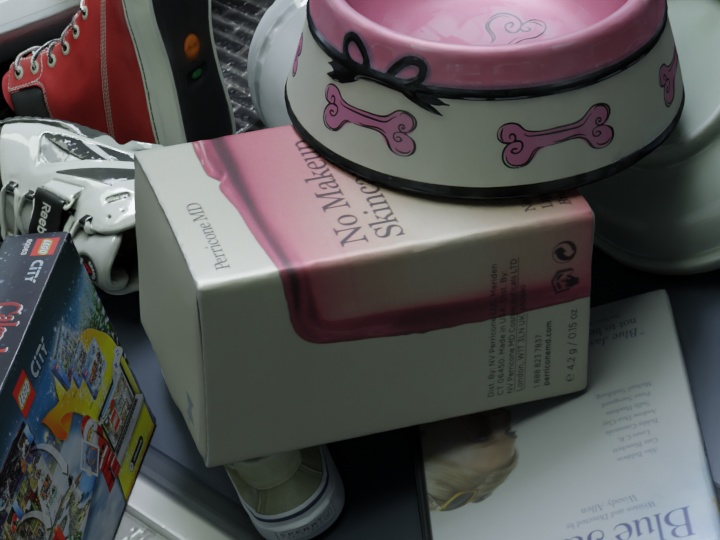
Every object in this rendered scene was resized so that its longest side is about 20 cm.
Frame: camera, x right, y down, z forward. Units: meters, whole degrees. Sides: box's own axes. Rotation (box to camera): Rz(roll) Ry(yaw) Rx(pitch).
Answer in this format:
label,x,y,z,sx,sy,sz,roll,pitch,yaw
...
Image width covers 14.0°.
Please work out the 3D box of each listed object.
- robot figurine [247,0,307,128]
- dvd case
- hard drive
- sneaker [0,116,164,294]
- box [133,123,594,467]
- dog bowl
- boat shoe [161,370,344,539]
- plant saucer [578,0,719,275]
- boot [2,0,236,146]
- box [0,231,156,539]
label,x,y,z,sx,sy,sz,roll,pitch,yaw
robot figurine,0.008,-0.094,1.603,0.170,0.113,0.200,-54,38,13
dvd case,0.096,0.093,1.417,0.142,0.018,0.200,-15,39,7
hard drive,-0.207,-0.150,1.786,0.200,0.027,0.132,-20,0,3
sneaker,-0.152,-0.030,1.603,0.199,0.074,0.089,4,37,10
box,0.000,0.000,1.429,0.199,0.109,0.128,-11,36,-15
dog bowl,0.061,-0.118,1.439,0.200,0.074,0.200,0,34,0
boat shoe,-0.058,0.057,1.496,0.072,0.062,0.200,-26,38,-6
plant saucer,0.169,-0.099,1.508,0.200,0.050,0.201,-18,61,36
boot,-0.156,-0.148,1.681,0.144,0.201,0.072,6,24,31
box,-0.164,0.097,1.439,0.038,0.137,0.200,-5,41,21
